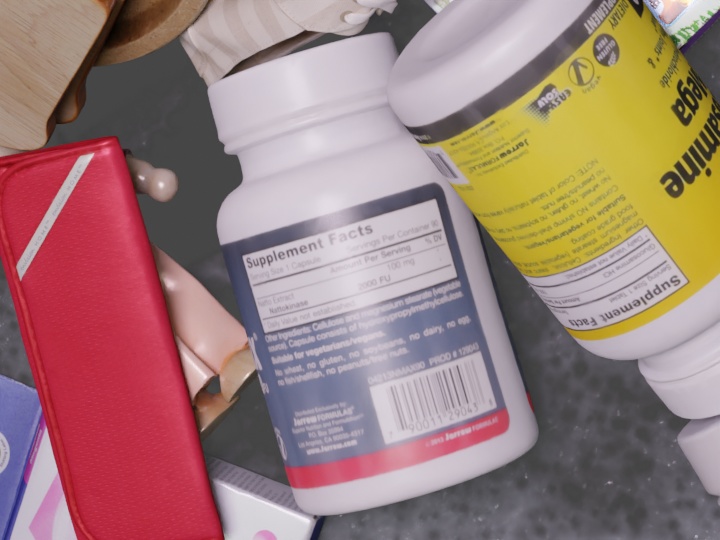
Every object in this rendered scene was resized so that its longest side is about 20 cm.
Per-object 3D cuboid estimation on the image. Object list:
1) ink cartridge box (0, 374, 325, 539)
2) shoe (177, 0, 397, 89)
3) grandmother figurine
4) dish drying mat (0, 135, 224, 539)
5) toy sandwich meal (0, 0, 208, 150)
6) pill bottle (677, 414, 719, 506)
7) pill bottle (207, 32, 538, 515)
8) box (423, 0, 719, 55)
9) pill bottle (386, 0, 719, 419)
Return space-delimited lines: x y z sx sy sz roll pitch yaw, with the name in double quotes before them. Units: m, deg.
"ink cartridge box" -0.140 0.174 1.030 0.199 0.043 0.198 20 99 7
"shoe" -0.015 -0.126 0.933 0.199 0.070 0.054 -12 91 48
"grandmother figurine" -0.131 -0.008 1.002 0.200 0.061 0.121 41 106 4
"dish drying mat" -0.122 0.040 0.968 0.076 0.018 0.201 -9 102 16
"toy sandwich meal" -0.159 -0.147 0.918 0.204 0.071 0.206 9 137 9
"pill bottle" 0.232 0.134 0.915 0.114 0.114 0.201 -34 89 12
"pill bottle" 0.000 0.000 0.947 0.119 0.120 0.201 -16 91 12
"box" 0.081 -0.172 0.955 0.137 0.039 0.200 -44 86 13
"pill bottle" 0.111 -0.036 0.890 0.112 0.113 0.200 -36 107 12
